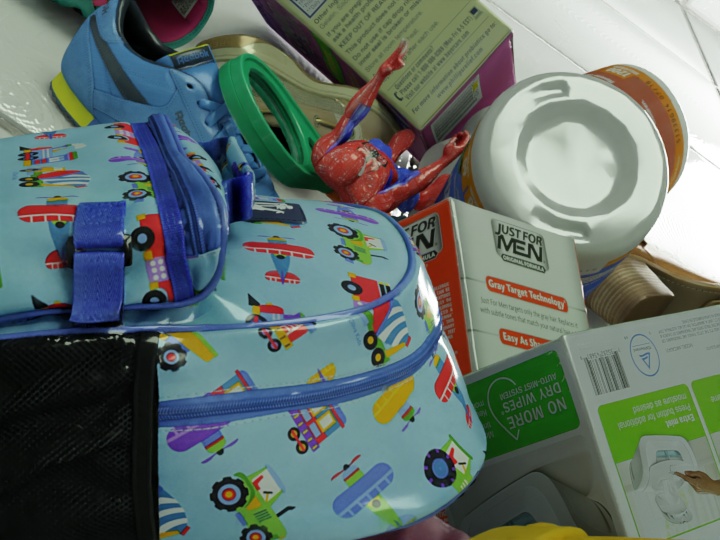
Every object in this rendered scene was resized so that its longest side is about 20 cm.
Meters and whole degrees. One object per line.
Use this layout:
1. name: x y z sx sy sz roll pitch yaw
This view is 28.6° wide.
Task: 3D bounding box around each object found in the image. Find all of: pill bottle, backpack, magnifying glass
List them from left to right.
1. backpack: -0.061 0.022 0.479 0.199 0.135 0.183 -5 17 -6
2. magnifying glass: -0.029 -0.066 0.871 0.200 0.022 0.080 38 28 -55
3. pill bottle: 0.099 -0.027 0.847 0.111 0.200 0.113 3 70 -9
4. pill bottle: 0.141 -0.079 1.046 0.199 0.112 0.112 -22 59 -36

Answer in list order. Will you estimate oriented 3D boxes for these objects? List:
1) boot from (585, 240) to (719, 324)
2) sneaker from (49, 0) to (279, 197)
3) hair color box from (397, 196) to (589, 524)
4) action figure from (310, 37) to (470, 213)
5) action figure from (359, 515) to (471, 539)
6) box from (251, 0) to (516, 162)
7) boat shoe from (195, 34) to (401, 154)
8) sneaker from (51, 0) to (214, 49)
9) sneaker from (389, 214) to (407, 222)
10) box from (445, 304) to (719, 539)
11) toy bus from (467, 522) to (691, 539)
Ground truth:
1. boot: 0.221 -0.003 1.153 0.199 0.077 0.155 4 36 -41
2. sneaker: -0.094 -0.076 0.810 0.200 0.079 0.066 45 23 13
3. hair color box: 0.066 0.076 0.676 0.101 0.061 0.201 15 61 -43
4. action figure: 0.030 -0.080 0.862 0.065 0.099 0.200 46 16 7
5. action figure: -0.036 0.155 0.487 0.133 0.150 0.200 5 30 27
6. box: 0.013 -0.182 1.054 0.200 0.097 0.176 44 0 10
7. boat shoe: -0.039 -0.092 0.942 0.200 0.072 0.065 24 61 -54
8. sneaker: -0.143 -0.208 0.964 0.121 0.084 0.200 37 31 10
9. sneaker: 0.000 0.000 0.746 0.074 0.081 0.200 40 3 32
10. box: 0.145 0.111 0.614 0.199 0.096 0.178 -8 77 -44
11. toy bus: 0.122 0.179 0.435 0.136 0.191 0.201 -3 86 -68
